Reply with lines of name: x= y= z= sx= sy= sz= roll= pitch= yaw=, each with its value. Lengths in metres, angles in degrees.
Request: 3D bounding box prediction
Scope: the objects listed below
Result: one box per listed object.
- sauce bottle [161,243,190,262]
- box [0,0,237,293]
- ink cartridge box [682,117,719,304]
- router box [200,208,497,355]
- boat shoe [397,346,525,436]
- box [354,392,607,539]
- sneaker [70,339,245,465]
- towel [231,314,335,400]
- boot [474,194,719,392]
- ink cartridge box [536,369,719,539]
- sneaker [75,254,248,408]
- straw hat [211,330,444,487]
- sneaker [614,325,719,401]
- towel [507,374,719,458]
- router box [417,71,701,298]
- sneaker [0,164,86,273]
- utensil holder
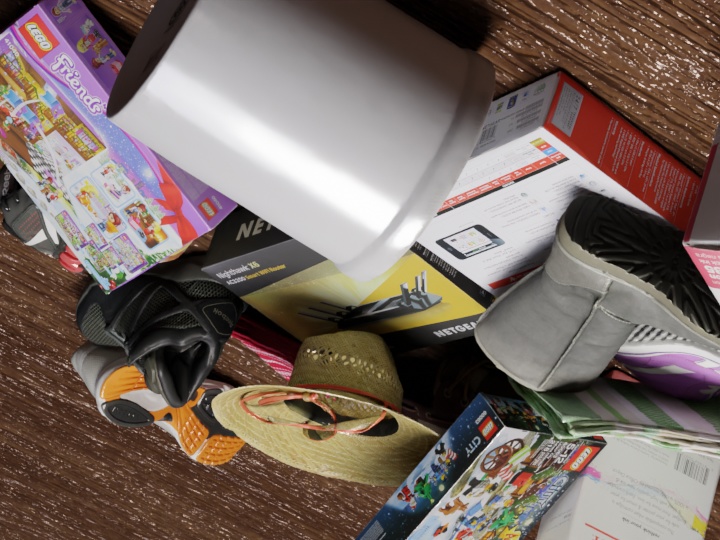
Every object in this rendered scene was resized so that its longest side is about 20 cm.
sauce bottle: x=-0.134 y=-0.073 z=1.761 sx=0.066 sy=0.066 sz=0.200 roll=23 pitch=150 yaw=-7
box: x=-0.196 y=-0.092 z=1.701 sx=0.137 sy=0.039 sz=0.200 roll=-28 pitch=103 yaw=45
ink cartridge box: x=0.291 y=-0.016 z=1.509 sx=0.082 sy=0.147 sz=0.200 roll=0 pitch=146 yaw=32
router box: x=0.000 y=0.000 z=1.812 sx=0.157 sy=0.053 sz=0.199 roll=37 pitch=147 yaw=-29
boat shoe: x=0.086 y=0.101 z=1.911 sx=0.072 sy=0.072 sz=0.200 roll=51 pitch=155 yaw=-21
box: x=0.081 y=0.183 z=1.814 sx=0.136 sy=0.038 sz=0.200 roll=13 pitch=123 yaw=-48
sneaker: x=-0.173 y=0.105 z=2.099 sx=0.200 sy=0.076 sz=0.092 roll=32 pitch=-173 yaw=-47
towel: x=-0.028 y=0.105 z=1.985 sx=0.144 sy=0.023 sz=0.200 roll=26 pitch=166 yaw=48
boot: x=0.181 y=0.041 z=1.651 sx=0.181 sy=0.073 sz=0.200 roll=32 pitch=145 yaw=5
ink cartridge box: x=0.208 y=0.196 z=1.866 sx=0.116 sy=0.201 sz=0.067 roll=28 pitch=150 yaw=-14
sneaker: x=-0.180 y=0.055 z=1.958 sx=0.199 sy=0.115 sz=0.076 roll=-7 pitch=140 yaw=43
straw hat: x=-0.011 y=0.091 z=1.829 sx=0.199 sy=0.086 sz=0.201 roll=10 pitch=156 yaw=5
sneaker: x=0.274 y=0.057 z=1.737 sx=0.199 sy=0.073 sz=0.114 roll=9 pitch=156 yaw=35
towel: x=0.222 y=0.110 z=1.764 sx=0.198 sy=0.024 sz=0.153 roll=7 pitch=-169 yaw=-13
router box: x=0.133 y=-0.044 z=1.661 sx=0.179 sy=0.049 sz=0.199 roll=35 pitch=148 yaw=-25
sneaker: x=-0.231 y=-0.065 z=1.824 sx=0.097 sy=0.071 sz=0.201 roll=21 pitch=152 yaw=-7
utensil holder: x=-0.040 y=-0.115 z=1.530 sx=0.199 sy=0.171 sz=0.170 roll=32 pitch=149 yaw=-15
